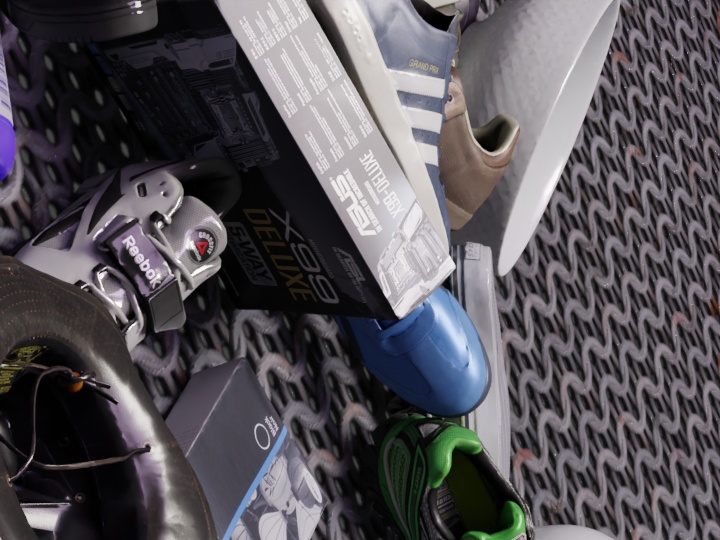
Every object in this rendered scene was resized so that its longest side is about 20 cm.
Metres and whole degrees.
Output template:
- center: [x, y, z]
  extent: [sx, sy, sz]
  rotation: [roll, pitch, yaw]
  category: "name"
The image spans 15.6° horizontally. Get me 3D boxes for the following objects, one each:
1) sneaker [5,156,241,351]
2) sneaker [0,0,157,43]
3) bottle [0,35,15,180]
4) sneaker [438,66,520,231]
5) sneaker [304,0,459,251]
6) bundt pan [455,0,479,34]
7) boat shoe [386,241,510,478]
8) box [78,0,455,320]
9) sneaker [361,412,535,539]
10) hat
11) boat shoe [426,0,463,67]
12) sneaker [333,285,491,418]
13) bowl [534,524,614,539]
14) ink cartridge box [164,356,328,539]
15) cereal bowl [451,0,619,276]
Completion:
- center: [-0.115, -0.004, 1.293]
  extent: [0.074, 0.088, 0.200]
  rotation: [60, 29, -23]
  category: "sneaker"
- center: [-0.162, -0.181, 1.263]
  extent: [0.060, 0.200, 0.105]
  rotation: [-16, 116, -28]
  category: "sneaker"
- center: [-0.209, -0.135, 1.220]
  extent: [0.083, 0.065, 0.201]
  rotation: [20, 55, -57]
  category: "bottle"
- center: [0.013, -0.096, 1.462]
  extent: [0.200, 0.076, 0.070]
  rotation: [35, 7, -47]
  category: "sneaker"
- center: [0.024, -0.092, 1.380]
  extent: [0.084, 0.075, 0.201]
  rotation: [-42, 134, -27]
  category: "sneaker"
- center: [0.020, -0.227, 1.706]
  extent: [0.202, 0.075, 0.203]
  rotation: [49, 32, -45]
  category: "bundt pan"
- center: [0.051, 0.079, 1.584]
  extent: [0.072, 0.071, 0.201]
  rotation: [-61, 147, -73]
  category: "boat shoe"
- center: [-0.054, -0.069, 1.375]
  extent: [0.050, 0.157, 0.201]
  rotation: [-41, 114, -26]
  category: "box"
- center: [0.071, 0.176, 1.512]
  extent: [0.078, 0.085, 0.201]
  rotation: [-35, 102, -21]
  category: "sneaker"
- center: [-0.149, 0.098, 1.165]
  extent: [0.201, 0.081, 0.201]
  rotation: [49, 26, -34]
  category: "hat"
- center: [-0.023, -0.121, 1.512]
  extent: [0.201, 0.072, 0.061]
  rotation: [-19, 112, -32]
  category: "boat shoe"
- center: [0.000, 0.000, 1.489]
  extent: [0.201, 0.066, 0.078]
  rotation: [56, 8, 9]
  category: "sneaker"
- center: [0.153, 0.241, 1.643]
  extent: [0.201, 0.090, 0.202]
  rotation: [44, 36, -43]
  category: "bowl"
- center: [-0.078, 0.136, 1.323]
  extent: [0.100, 0.039, 0.200]
  rotation: [61, 28, -20]
  category: "ink cartridge box"
- center: [0.094, -0.102, 1.706]
  extent: [0.200, 0.083, 0.201]
  rotation: [23, 90, -80]
  category: "cereal bowl"
